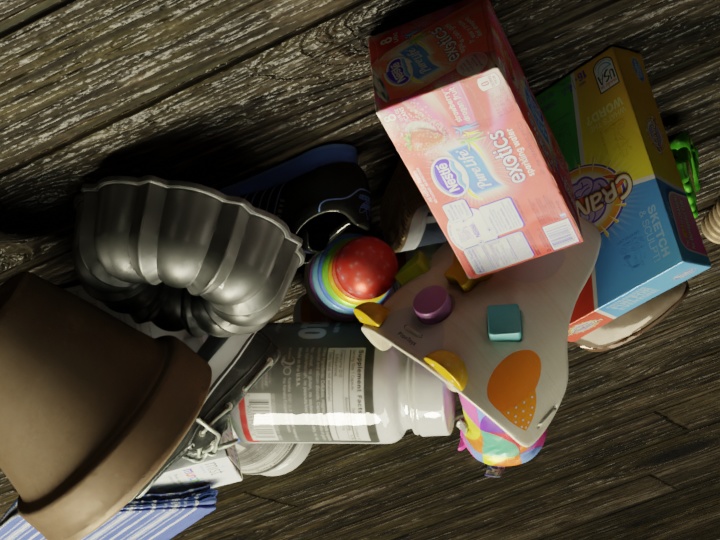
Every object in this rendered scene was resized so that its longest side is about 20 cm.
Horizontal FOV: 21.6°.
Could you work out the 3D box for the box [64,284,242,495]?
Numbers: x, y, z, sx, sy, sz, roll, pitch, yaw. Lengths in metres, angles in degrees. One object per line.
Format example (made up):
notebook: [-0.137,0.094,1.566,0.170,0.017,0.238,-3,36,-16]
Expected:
box: [-0.217,0.111,1.739,0.176,0.200,0.097,-15,159,-1]

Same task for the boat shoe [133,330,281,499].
boat shoe: [-0.143,0.131,1.638,0.068,0.199,0.074,43,154,-17]

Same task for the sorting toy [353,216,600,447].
sorting toy: [0.106,0.014,1.560,0.180,0.200,0.107,-52,135,-7]

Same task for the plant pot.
plant pot: [-0.249,0.096,1.560,0.175,0.200,0.200,45,129,-16]

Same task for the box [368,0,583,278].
box: [0.090,-0.101,1.464,0.102,0.095,0.200,-20,133,14]

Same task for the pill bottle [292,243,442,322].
pill bottle: [0.043,0.037,1.837,0.200,0.112,0.112,-26,156,19]

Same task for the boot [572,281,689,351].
boot: [0.184,0.010,1.726,0.200,0.070,0.146,-27,127,13]

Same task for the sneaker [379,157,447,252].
sneaker: [0.092,-0.080,1.644,0.108,0.070,0.200,-8,159,-19]

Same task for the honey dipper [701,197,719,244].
honey dipper: [0.391,-0.088,1.864,0.038,0.038,0.200,-7,155,-18]

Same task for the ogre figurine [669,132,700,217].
ogre figurine: [0.240,-0.085,1.692,0.120,0.200,0.098,-9,116,15]

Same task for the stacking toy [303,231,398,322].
stacking toy: [0.000,0.000,1.683,0.085,0.086,0.200,-11,178,-8]

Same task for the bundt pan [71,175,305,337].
bundt pan: [-0.150,-0.002,1.572,0.201,0.076,0.202,11,159,4]

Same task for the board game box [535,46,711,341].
board game box: [0.195,-0.062,1.575,0.040,0.200,0.153,8,148,-45]

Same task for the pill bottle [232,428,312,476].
pill bottle: [-0.128,0.156,2.021,0.114,0.114,0.200,-20,158,14]

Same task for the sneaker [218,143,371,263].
sneaker: [-0.080,-0.036,1.629,0.200,0.078,0.070,-26,156,26]

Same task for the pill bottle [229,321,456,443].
pill bottle: [-0.015,0.104,1.752,0.199,0.114,0.114,-1,160,10]

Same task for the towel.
towel: [-0.244,0.229,1.722,0.200,0.024,0.145,2,156,-31]

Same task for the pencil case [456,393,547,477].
pencil case: [0.120,0.093,1.704,0.088,0.088,0.200,-13,131,-4]
